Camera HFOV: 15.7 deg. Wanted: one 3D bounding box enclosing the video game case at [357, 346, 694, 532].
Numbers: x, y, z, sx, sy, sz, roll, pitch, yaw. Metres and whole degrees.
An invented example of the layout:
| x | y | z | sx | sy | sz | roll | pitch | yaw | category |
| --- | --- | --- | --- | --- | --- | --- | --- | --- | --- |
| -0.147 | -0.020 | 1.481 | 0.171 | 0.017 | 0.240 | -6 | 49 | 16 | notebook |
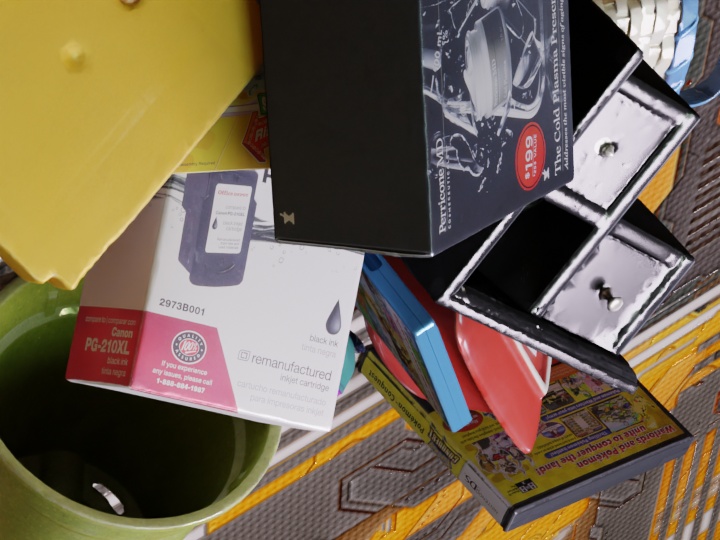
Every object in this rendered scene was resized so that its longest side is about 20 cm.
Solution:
| x | y | z | sx | sy | sz | roll | pitch | yaw | category |
| --- | --- | --- | --- | --- | --- | --- | --- | --- | --- |
| 0.127 | 0.101 | 1.989 | 0.200 | 0.181 | 0.026 | -18 | 143 | -39 | video game case |

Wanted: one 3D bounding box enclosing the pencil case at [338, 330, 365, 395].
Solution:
| x | y | z | sx | sy | sz | roll | pitch | yaw | category |
| --- | --- | --- | --- | --- | --- | --- | --- | --- | --- |
| -0.057 | 0.022 | 1.748 | 0.085 | 0.092 | 0.200 | -39 | 149 | -10 | pencil case |

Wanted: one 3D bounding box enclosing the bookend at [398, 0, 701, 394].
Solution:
| x | y | z | sx | sy | sz | roll | pitch | yaw | category |
| --- | --- | --- | --- | --- | --- | --- | --- | --- | --- |
| 0.150 | -0.048 | 1.653 | 0.200 | 0.092 | 0.199 | 26 | 108 | -42 | bookend |

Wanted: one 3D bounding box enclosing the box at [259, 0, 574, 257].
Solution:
| x | y | z | sx | sy | sz | roll | pitch | yaw | category |
| --- | --- | --- | --- | --- | --- | --- | --- | --- | --- |
| 0.034 | -0.127 | 1.465 | 0.182 | 0.104 | 0.200 | -28 | 118 | -55 | box |

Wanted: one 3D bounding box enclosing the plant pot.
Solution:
| x | y | z | sx | sy | sz | roll | pitch | yaw | category |
| --- | --- | --- | --- | --- | --- | --- | --- | --- | --- |
| -0.171 | 0.125 | 1.659 | 0.200 | 0.200 | 0.184 | -22 | 154 | -35 | plant pot |

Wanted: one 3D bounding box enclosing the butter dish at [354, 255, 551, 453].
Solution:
| x | y | z | sx | sy | sz | roll | pitch | yaw | category |
| --- | --- | --- | --- | --- | --- | --- | --- | --- | --- |
| 0.052 | 0.006 | 1.827 | 0.200 | 0.148 | 0.200 | 58 | 35 | -56 | butter dish |

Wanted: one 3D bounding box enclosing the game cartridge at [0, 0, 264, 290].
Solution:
| x | y | z | sx | sy | sz | roll | pitch | yaw | category |
| --- | --- | --- | --- | --- | --- | --- | --- | --- | --- |
| -0.158 | -0.113 | 1.381 | 0.200 | 0.032 | 0.176 | -50 | 118 | -15 | game cartridge |

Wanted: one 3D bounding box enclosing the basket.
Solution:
| x | y | z | sx | sy | sz | roll | pitch | yaw | category |
| --- | --- | --- | --- | --- | --- | --- | --- | --- | --- |
| 0.183 | -0.169 | 1.748 | 0.200 | 0.139 | 0.177 | -7 | 138 | -24 | basket |

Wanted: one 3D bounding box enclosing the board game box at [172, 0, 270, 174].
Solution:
| x | y | z | sx | sy | sz | roll | pitch | yaw | category |
| --- | --- | --- | --- | --- | --- | --- | --- | --- | --- |
| -0.108 | -0.121 | 1.448 | 0.200 | 0.034 | 0.135 | -5 | 98 | -32 | board game box |

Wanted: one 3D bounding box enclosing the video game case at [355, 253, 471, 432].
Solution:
| x | y | z | sx | sy | sz | roll | pitch | yaw | category |
| --- | --- | --- | --- | --- | --- | --- | --- | --- | --- |
| 0.000 | 0.000 | 1.679 | 0.018 | 0.200 | 0.143 | -33 | 150 | -7 | video game case |

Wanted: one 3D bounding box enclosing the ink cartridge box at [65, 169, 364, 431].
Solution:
| x | y | z | sx | sy | sz | roll | pitch | yaw | category |
| --- | --- | --- | --- | --- | --- | --- | --- | --- | --- |
| -0.077 | -0.017 | 1.547 | 0.145 | 0.084 | 0.200 | 15 | 83 | -34 | ink cartridge box |
